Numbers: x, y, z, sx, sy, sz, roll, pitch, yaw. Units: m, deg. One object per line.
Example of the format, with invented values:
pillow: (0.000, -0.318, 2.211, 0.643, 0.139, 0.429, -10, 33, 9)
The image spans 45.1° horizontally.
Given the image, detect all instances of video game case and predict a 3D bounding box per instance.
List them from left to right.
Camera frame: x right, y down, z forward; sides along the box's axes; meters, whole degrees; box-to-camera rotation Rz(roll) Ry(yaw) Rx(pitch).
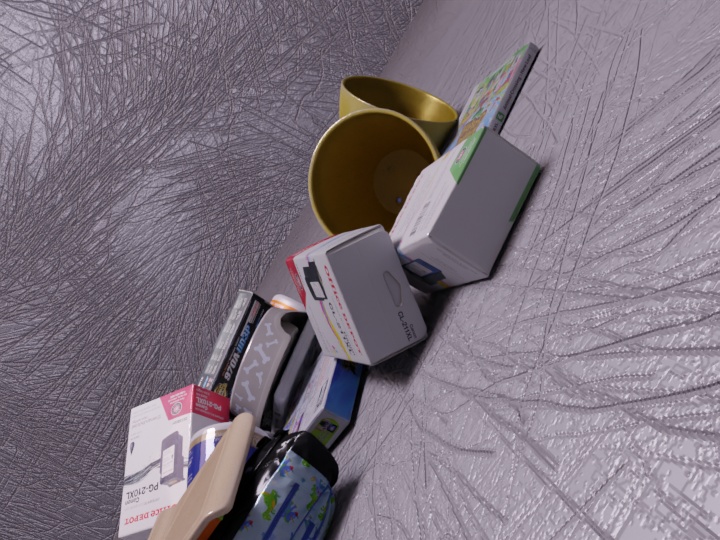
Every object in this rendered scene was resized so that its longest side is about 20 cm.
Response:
video game case: (-0.097, 0.161, 1.415, 0.183, 0.023, 0.202, 102, -170, -58)
video game case: (-0.055, 0.185, 1.225, 0.182, 0.045, 0.201, -54, 12, 36)
video game case: (0.180, -0.230, 1.300, 0.184, 0.022, 0.200, -63, 11, -14)

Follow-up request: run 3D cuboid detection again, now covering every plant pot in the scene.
plant pot: (0.046, -0.218, 1.433, 0.201, 0.197, 0.144, -82, 8, -64)
plant pot: (0.042, -0.127, 1.262, 0.201, 0.199, 0.142, -56, -15, 17)

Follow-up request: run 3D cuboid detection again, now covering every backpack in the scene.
backpack: (-0.111, 0.301, 0.980, 0.200, 0.154, 0.163, -44, 5, -35)

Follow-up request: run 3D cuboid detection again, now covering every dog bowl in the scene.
dog bowl: (-0.142, 0.149, 1.347, 0.200, 0.058, 0.203, 22, -91, -85)

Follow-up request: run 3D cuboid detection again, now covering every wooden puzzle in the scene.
wooden puzzle: (-0.190, 0.281, 0.998, 0.200, 0.037, 0.186, -50, 13, 21)

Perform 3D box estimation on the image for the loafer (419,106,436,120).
loafer: (0.097, -0.227, 1.563, 0.200, 0.076, 0.068, -41, 18, 32)

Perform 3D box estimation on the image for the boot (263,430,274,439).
boot: (-0.178, 0.356, 1.274, 0.201, 0.065, 0.166, -62, -3, -42)

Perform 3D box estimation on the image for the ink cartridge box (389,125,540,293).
ink cartridge box: (0.107, -0.063, 1.017, 0.147, 0.087, 0.200, -62, 12, -14)

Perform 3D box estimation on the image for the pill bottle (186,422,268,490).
pill bottle: (-0.170, 0.312, 1.130, 0.116, 0.114, 0.202, -50, 35, 42)

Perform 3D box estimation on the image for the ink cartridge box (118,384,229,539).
ink cartridge box: (-0.272, 0.291, 1.280, 0.144, 0.084, 0.203, -23, 54, 30)

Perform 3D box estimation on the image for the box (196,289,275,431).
box: (-0.178, 0.158, 1.456, 0.046, 0.158, 0.202, 5, 67, 46)

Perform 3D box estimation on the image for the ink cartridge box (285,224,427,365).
ink cartridge box: (-0.011, 0.031, 1.082, 0.082, 0.148, 0.200, -24, 5, -17)

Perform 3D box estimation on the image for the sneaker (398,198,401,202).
sneaker: (0.036, -0.091, 1.446, 0.075, 0.082, 0.200, -63, 13, -23)

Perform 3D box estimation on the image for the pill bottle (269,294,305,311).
pill bottle: (-0.156, 0.156, 1.603, 0.202, 0.112, 0.113, -62, 11, -12)
